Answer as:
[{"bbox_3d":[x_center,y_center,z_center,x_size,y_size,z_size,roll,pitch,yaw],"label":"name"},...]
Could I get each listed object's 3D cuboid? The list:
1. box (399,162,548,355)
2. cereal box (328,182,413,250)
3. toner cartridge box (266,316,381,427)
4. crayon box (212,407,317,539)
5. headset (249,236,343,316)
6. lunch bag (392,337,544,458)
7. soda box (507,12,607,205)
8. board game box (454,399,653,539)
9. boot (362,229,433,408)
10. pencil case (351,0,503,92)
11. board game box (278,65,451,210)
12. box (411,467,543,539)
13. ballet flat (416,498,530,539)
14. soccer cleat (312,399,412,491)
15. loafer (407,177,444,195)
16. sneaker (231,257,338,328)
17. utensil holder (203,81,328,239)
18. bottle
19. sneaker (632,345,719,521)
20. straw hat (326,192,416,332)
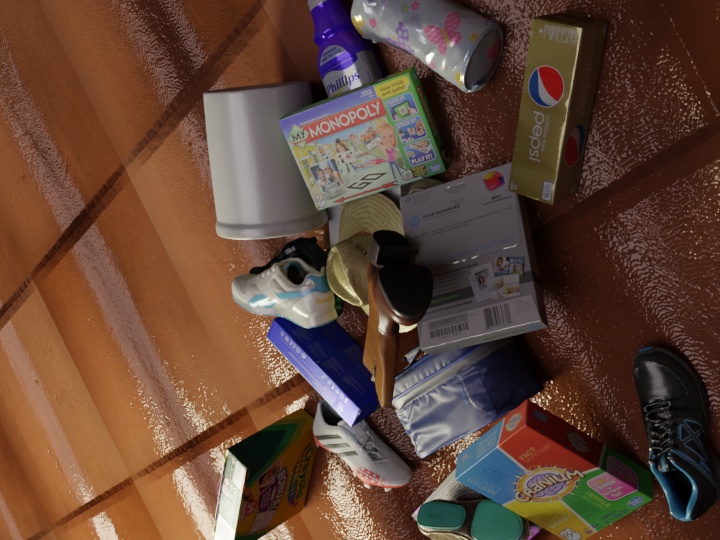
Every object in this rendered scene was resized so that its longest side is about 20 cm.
[{"bbox_3d":[0.135,-0.013,1.097,0.153,0.041,0.204,-16,70,21],"label":"box"},{"bbox_3d":[0.014,-0.078,1.272,0.142,0.039,0.204,13,115,41],"label":"cereal box"},{"bbox_3d":[-0.044,0.138,1.371,0.200,0.094,0.044,44,130,21],"label":"toner cartridge box"},{"bbox_3d":[-0.155,0.352,1.497,0.058,0.171,0.203,33,126,31],"label":"crayon box"},{"bbox_3d":[-0.096,0.012,1.361,0.199,0.093,0.126,28,136,58],"label":"headset"},{"bbox_3d":[0.125,0.148,1.192,0.199,0.135,0.134,-37,77,41],"label":"lunch bag"},{"bbox_3d":[0.224,-0.185,1.025,0.063,0.067,0.204,23,120,33],"label":"soda box"},{"bbox_3d":[0.241,0.258,1.126,0.198,0.041,0.153,30,132,-12],"label":"board game box"},{"bbox_3d":[0.032,0.080,1.094,0.189,0.067,0.204,-121,34,-58],"label":"boot"},{"bbox_3d":[0.080,-0.297,1.101,0.199,0.083,0.092,34,111,27],"label":"pencil case"},{"bbox_3d":[0.004,-0.168,1.172,0.197,0.029,0.136,-15,112,27],"label":"board game box"},{"bbox_3d":[0.173,0.356,1.299,0.143,0.036,0.201,48,132,17],"label":"box"},{"bbox_3d":[0.166,0.354,1.244,0.198,0.072,0.065,-4,145,49],"label":"ballet flat"},{"bbox_3d":[0.000,0.271,1.403,0.198,0.068,0.087,27,127,38],"label":"soccer cleat"},{"bbox_3d":[0.117,-0.031,1.176,0.202,0.068,0.076,58,138,8],"label":"loafer"},{"bbox_3d":[-0.112,0.021,1.294,0.197,0.076,0.083,10,114,40],"label":"sneaker"},{"bbox_3d":[-0.136,-0.162,1.293,0.168,0.169,0.205,7,108,39],"label":"utensil holder"},{"bbox_3d":[-0.015,-0.275,1.207,0.083,0.065,0.204,-18,93,37],"label":"bottle"},{"bbox_3d":[0.363,0.187,1.033,0.073,0.081,0.203,-22,89,46],"label":"sneaker"},{"bbox_3d":[0.000,0.000,1.213,0.199,0.084,0.205,24,123,43],"label":"straw hat"}]
